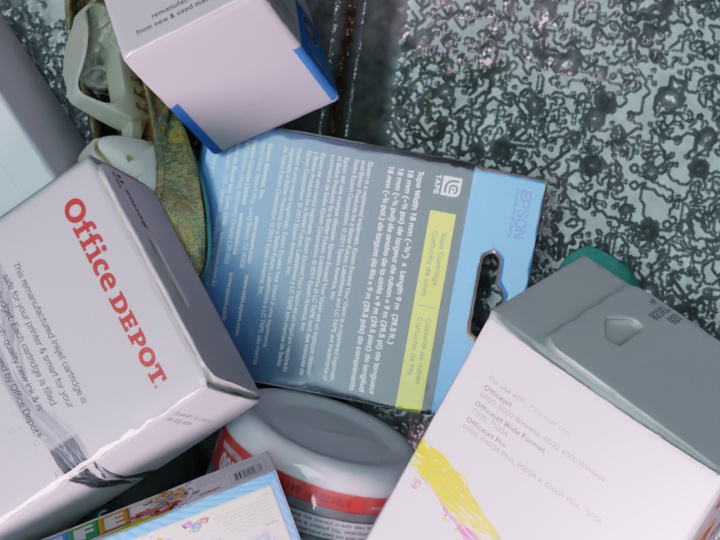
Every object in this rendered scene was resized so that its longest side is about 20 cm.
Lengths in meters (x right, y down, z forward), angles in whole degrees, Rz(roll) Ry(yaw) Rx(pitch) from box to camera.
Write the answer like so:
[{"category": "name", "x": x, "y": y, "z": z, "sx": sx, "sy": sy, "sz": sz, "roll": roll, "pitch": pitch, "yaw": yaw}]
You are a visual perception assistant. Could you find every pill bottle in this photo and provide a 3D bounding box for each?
[{"category": "pill bottle", "x": -0.048, "y": 0.178, "z": 1.289, "sx": 0.115, "sy": 0.116, "sz": 0.201, "roll": 21, "pitch": 105, "yaw": 8}]

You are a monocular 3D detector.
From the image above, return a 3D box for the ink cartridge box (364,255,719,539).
[{"category": "ink cartridge box", "x": 0.105, "y": 0.122, "z": 1.183, "sx": 0.144, "sy": 0.147, "sz": 0.201, "roll": 34, "pitch": 114, "yaw": 14}]

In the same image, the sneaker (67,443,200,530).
[{"category": "sneaker", "x": -0.135, "y": 0.174, "z": 1.260, "sx": 0.075, "sy": 0.079, "sz": 0.201, "roll": 22, "pitch": 92, "yaw": -23}]

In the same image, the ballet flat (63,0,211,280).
[{"category": "ballet flat", "x": -0.134, "y": -0.081, "z": 1.301, "sx": 0.070, "sy": 0.071, "sz": 0.202, "roll": -15, "pitch": 67, "yaw": 9}]

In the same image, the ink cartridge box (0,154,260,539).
[{"category": "ink cartridge box", "x": -0.174, "y": 0.056, "z": 1.222, "sx": 0.199, "sy": 0.083, "sz": 0.147, "roll": -33, "pitch": 72, "yaw": 12}]

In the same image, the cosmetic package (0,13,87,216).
[{"category": "cosmetic package", "x": -0.281, "y": -0.066, "z": 1.328, "sx": 0.199, "sy": 0.123, "sz": 0.200, "roll": -35, "pitch": 86, "yaw": 7}]

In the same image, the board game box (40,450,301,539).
[{"category": "board game box", "x": -0.116, "y": 0.194, "z": 1.199, "sx": 0.199, "sy": 0.034, "sz": 0.135, "roll": -21, "pitch": 106, "yaw": -4}]

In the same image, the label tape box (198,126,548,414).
[{"category": "label tape box", "x": 0.000, "y": 0.000, "z": 1.313, "sx": 0.198, "sy": 0.063, "sz": 0.146, "roll": 11, "pitch": 92, "yaw": 8}]

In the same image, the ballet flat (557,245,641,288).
[{"category": "ballet flat", "x": 0.138, "y": 0.088, "z": 1.288, "sx": 0.067, "sy": 0.070, "sz": 0.202, "roll": 1, "pitch": 91, "yaw": -4}]

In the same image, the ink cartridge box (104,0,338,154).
[{"category": "ink cartridge box", "x": -0.097, "y": -0.188, "z": 1.255, "sx": 0.084, "sy": 0.146, "sz": 0.201, "roll": -24, "pitch": 66, "yaw": 9}]
